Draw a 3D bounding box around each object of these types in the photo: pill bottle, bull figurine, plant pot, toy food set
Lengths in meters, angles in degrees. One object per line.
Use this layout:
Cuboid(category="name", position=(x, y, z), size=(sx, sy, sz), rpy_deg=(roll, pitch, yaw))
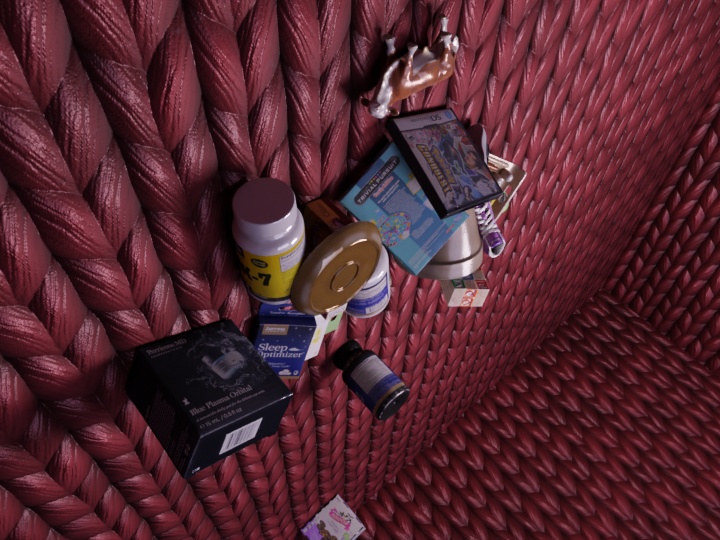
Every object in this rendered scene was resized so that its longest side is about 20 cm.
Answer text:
Cuboid(category="pill bottle", position=(0.023, 0.275, 1.596), size=(0.111, 0.200, 0.112), rpy_deg=(-35, 151, -23))
Cuboid(category="pill bottle", position=(-0.143, -0.045, 0.998), size=(0.114, 0.114, 0.201), rpy_deg=(-35, 151, -23))
Cuboid(category="bull figurine", position=(0.081, -0.325, 1.004), size=(0.199, 0.065, 0.122), rpy_deg=(-34, 154, -27))
Cuboid(category="plant pot", position=(-0.033, 0.004, 1.071), size=(0.199, 0.027, 0.201), rpy_deg=(-36, 151, -23))
Cuboid(category="plant pot", position=(0.170, -0.105, 1.337), size=(0.199, 0.199, 0.175), rpy_deg=(-27, 132, -35))
Cuboid(category="toy food set", position=(0.283, -0.194, 1.447), size=(0.198, 0.061, 0.144), rpy_deg=(13, 118, -37))
Cuboid(category="pill bottle", position=(0.000, 0.000, 1.272), size=(0.119, 0.120, 0.201), rpy_deg=(-38, 152, -18))

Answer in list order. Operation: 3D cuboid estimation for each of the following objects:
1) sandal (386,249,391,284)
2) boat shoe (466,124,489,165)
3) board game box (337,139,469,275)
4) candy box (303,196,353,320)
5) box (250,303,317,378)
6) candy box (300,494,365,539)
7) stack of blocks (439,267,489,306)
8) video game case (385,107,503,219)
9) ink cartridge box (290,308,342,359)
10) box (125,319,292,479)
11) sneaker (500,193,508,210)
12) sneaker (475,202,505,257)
Cuboid(category="sandal", position=(0.043, 0.021, 1.439), size=(0.080, 0.054, 0.201), rpy_deg=(-35, 151, -24))
Cuboid(category="boat shoe", position=(0.235, -0.215, 1.287), size=(0.069, 0.201, 0.066), rpy_deg=(-15, 134, 27))
Cuboid(category="board game box", position=(0.080, -0.115, 1.160), size=(0.151, 0.200, 0.047), rpy_deg=(-47, -169, 0))
Cuboid(category="candy box", position=(-0.063, -0.020, 1.153), size=(0.056, 0.117, 0.201), rpy_deg=(-24, 146, -37))
Cuboid(category="box", position=(-0.163, 0.148, 1.272), size=(0.120, 0.033, 0.201), rpy_deg=(3, 129, -22))
Cuboid(category="candy box", position=(-0.107, 1.023, 2.468), size=(0.200, 0.168, 0.072), rpy_deg=(-41, 155, -14))
Cuboid(category="stack of blocks", position=(0.212, -0.010, 1.455), size=(0.114, 0.201, 0.059), rpy_deg=(0, 136, -14))
Cuboid(category="video game case", position=(0.159, -0.203, 1.150), size=(0.180, 0.201, 0.025), rpy_deg=(-22, 168, -41))
Cuboid(category="ink cartridge box", position=(-0.094, 0.125, 1.388), size=(0.199, 0.048, 0.146), rpy_deg=(-19, 141, -41))
Cuboid(category="box", position=(-0.260, 0.212, 1.076), size=(0.196, 0.200, 0.118), rpy_deg=(-17, 142, -46))
Cuboid(category="sneaker", position=(0.287, -0.151, 1.575), size=(0.199, 0.077, 0.084), rpy_deg=(-39, 130, -17))
Cuboid(category="sneaker", position=(0.281, -0.115, 1.398), size=(0.072, 0.115, 0.201), rpy_deg=(-28, 132, 0))
